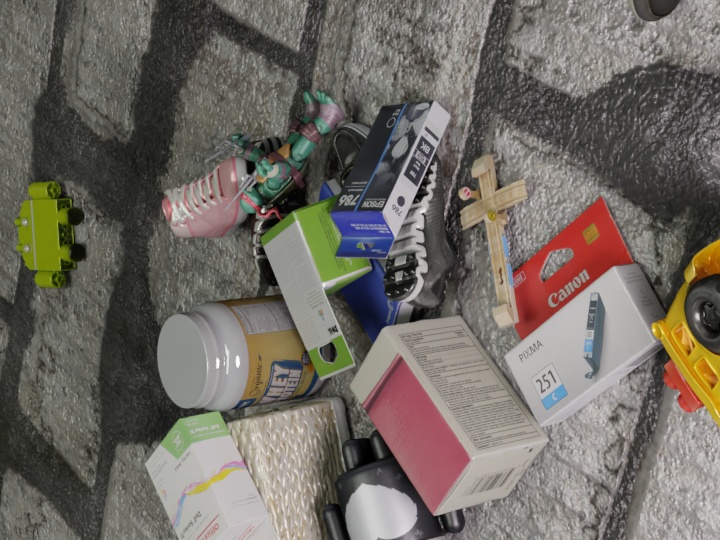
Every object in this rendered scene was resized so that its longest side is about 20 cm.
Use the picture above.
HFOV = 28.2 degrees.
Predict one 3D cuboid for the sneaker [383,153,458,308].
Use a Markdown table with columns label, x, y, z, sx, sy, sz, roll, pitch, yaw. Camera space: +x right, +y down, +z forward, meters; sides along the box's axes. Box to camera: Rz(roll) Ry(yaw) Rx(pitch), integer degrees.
| label | x | y | z | sx | sy | sz | roll | pitch | yaw |
| --- | --- | --- | --- | --- | --- | --- | --- | --- | --- |
| sneaker | 0.078 | -0.043 | 1.718 | 0.066 | 0.090 | 0.202 | -14 | 59 | 40 |

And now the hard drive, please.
| label | x | y | z | sx | sy | sz | roll | pitch | yaw |
| --- | --- | --- | --- | --- | --- | --- | --- | --- | --- |
| hard drive | 0.000 | 0.000 | 1.817 | 0.201 | 0.025 | 0.132 | 57 | 154 | 29 |

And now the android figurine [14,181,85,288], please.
| label | x | y | z | sx | sy | sz | roll | pitch | yaw |
| --- | --- | --- | --- | --- | --- | --- | --- | --- | --- |
| android figurine | -0.540 | -0.062 | 2.471 | 0.199 | 0.041 | 0.184 | 4 | 98 | 48 |

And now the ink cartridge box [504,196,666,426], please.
| label | x | y | z | sx | sy | sz | roll | pitch | yaw |
| --- | --- | --- | --- | --- | --- | --- | --- | --- | --- |
| ink cartridge box | 0.229 | 0.047 | 1.568 | 0.200 | 0.044 | 0.177 | -45 | 62 | 43 |

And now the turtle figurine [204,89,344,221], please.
| label | x | y | z | sx | sy | sz | roll | pitch | yaw |
| --- | --- | --- | --- | --- | --- | --- | --- | --- | --- |
| turtle figurine | -0.110 | -0.142 | 1.835 | 0.200 | 0.101 | 0.149 | -47 | 35 | -11 |

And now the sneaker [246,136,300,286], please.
| label | x | y | z | sx | sy | sz | roll | pitch | yaw |
| --- | --- | --- | --- | --- | --- | --- | --- | --- | --- |
| sneaker | -0.128 | -0.085 | 1.970 | 0.115 | 0.075 | 0.202 | -161 | 70 | -63 |

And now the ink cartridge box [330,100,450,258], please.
| label | x | y | z | sx | sy | sz | roll | pitch | yaw |
| --- | --- | --- | --- | --- | --- | --- | --- | --- | --- |
| ink cartridge box | 0.029 | -0.109 | 1.710 | 0.099 | 0.039 | 0.201 | 0 | 61 | 49 |

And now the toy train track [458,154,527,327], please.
| label | x | y | z | sx | sy | sz | roll | pitch | yaw |
| --- | --- | --- | --- | --- | --- | --- | --- | --- | --- |
| toy train track | 0.147 | -0.036 | 1.639 | 0.114 | 0.032 | 0.202 | -27 | 65 | 49 |

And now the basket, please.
| label | x | y | z | sx | sy | sz | roll | pitch | yaw |
| --- | --- | --- | --- | --- | --- | --- | --- | --- | --- |
| basket | -0.121 | 0.287 | 1.926 | 0.197 | 0.160 | 0.202 | -16 | 85 | 49 |

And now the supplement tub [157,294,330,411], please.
| label | x | y | z | sx | sy | sz | roll | pitch | yaw |
| --- | --- | --- | --- | --- | --- | --- | --- | --- | --- |
| supplement tub | -0.155 | 0.110 | 1.910 | 0.144 | 0.199 | 0.146 | 8 | 101 | 50 |

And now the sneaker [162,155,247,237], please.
| label | x | y | z | sx | sy | sz | roll | pitch | yaw |
| --- | --- | --- | --- | --- | --- | --- | --- | --- | --- |
| sneaker | -0.213 | -0.094 | 1.952 | 0.200 | 0.104 | 0.076 | 130 | 135 | -65 |

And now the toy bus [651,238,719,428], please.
| label | x | y | z | sx | sy | sz | roll | pitch | yaw |
| --- | --- | --- | --- | --- | --- | --- | --- | --- | --- |
| toy bus | 0.369 | 0.092 | 1.354 | 0.201 | 0.135 | 0.193 | 58 | 147 | 23 |

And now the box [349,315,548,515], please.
| label | x | y | z | sx | sy | sz | roll | pitch | yaw |
| --- | --- | --- | --- | --- | --- | --- | --- | --- | --- |
| box | 0.100 | 0.166 | 1.671 | 0.201 | 0.127 | 0.109 | 55 | 133 | 31 |

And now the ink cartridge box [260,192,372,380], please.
| label | x | y | z | sx | sy | sz | roll | pitch | yaw |
| --- | --- | --- | --- | --- | --- | --- | --- | --- | --- |
| ink cartridge box | -0.039 | 0.024 | 1.795 | 0.202 | 0.075 | 0.148 | 67 | 157 | 3 |

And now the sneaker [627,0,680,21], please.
| label | x | y | z | sx | sy | sz | roll | pitch | yaw |
| --- | --- | --- | --- | --- | --- | --- | --- | --- | --- |
| sneaker | 0.331 | -0.319 | 1.376 | 0.106 | 0.074 | 0.201 | 44 | 125 | 40 |

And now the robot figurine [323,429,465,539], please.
| label | x | y | z | sx | sy | sz | roll | pitch | yaw |
| --- | --- | --- | --- | --- | --- | --- | --- | --- | --- |
| robot figurine | 0.039 | 0.298 | 1.762 | 0.150 | 0.124 | 0.202 | -37 | 66 | 59 |

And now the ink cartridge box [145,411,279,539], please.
| label | x | y | z | sx | sy | sz | roll | pitch | yaw |
| --- | --- | --- | --- | --- | --- | --- | --- | --- | --- |
| ink cartridge box | -0.190 | 0.298 | 1.834 | 0.117 | 0.067 | 0.201 | -51 | 58 | 39 |

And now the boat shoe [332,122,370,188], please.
| label | x | y | z | sx | sy | sz | roll | pitch | yaw |
| --- | --- | --- | --- | --- | --- | --- | --- | --- | --- |
| boat shoe | 0.008 | -0.106 | 1.793 | 0.070 | 0.066 | 0.201 | -51 | 57 | 40 |
